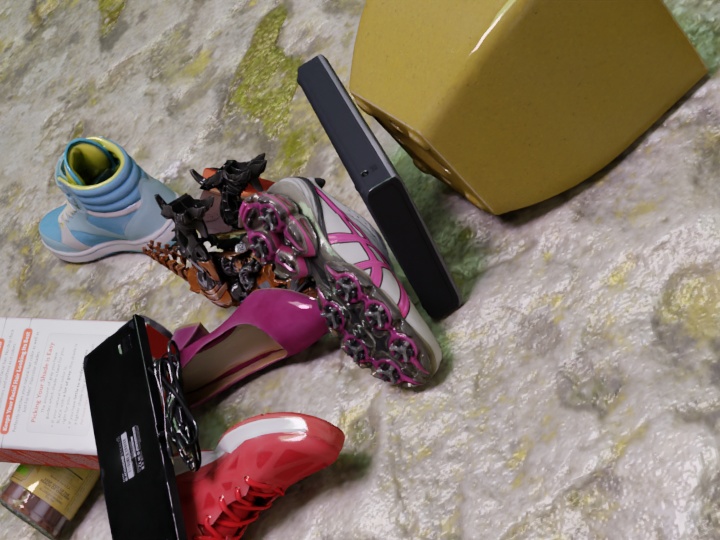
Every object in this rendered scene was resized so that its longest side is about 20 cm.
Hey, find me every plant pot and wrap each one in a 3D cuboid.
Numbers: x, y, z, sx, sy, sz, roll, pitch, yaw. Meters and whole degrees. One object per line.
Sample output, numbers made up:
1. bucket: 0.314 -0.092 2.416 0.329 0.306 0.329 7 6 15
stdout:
1. plant pot: 0.109 -0.164 1.110 0.201 0.194 0.195 -50 39 -2

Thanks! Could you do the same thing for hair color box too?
1. hair color box: -0.258 0.100 1.165 0.197 0.064 0.112 2 70 21

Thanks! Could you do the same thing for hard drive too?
1. hard drive: 0.012 -0.070 1.136 0.033 0.140 0.201 -29 39 1

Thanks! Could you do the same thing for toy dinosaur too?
1. toy dinosaur: -0.112 -0.011 1.195 0.198 0.137 0.102 -8 27 20

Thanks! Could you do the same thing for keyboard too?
1. keyboard: -0.153 0.134 1.062 0.104 0.039 0.202 -34 59 34

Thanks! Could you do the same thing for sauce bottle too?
1. sauce bottle: -0.230 0.131 1.222 0.064 0.065 0.201 11 61 46

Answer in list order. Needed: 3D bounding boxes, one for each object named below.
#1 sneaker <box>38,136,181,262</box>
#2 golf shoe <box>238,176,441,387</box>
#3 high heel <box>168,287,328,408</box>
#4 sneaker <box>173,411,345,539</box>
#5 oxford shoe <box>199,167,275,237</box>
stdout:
1. sneaker: -0.271 -0.076 1.395 0.198 0.131 0.080 -7 51 37
2. golf shoe: 0.000 0.000 1.094 0.092 0.200 0.073 -29 -20 -41
3. high heel: -0.106 0.075 1.157 0.198 0.067 0.097 -11 42 38
4. sneaker: -0.091 0.185 1.058 0.199 0.078 0.117 -27 48 37
5. oxford shoe: -0.069 -0.034 1.251 0.199 0.071 0.073 22 101 43
